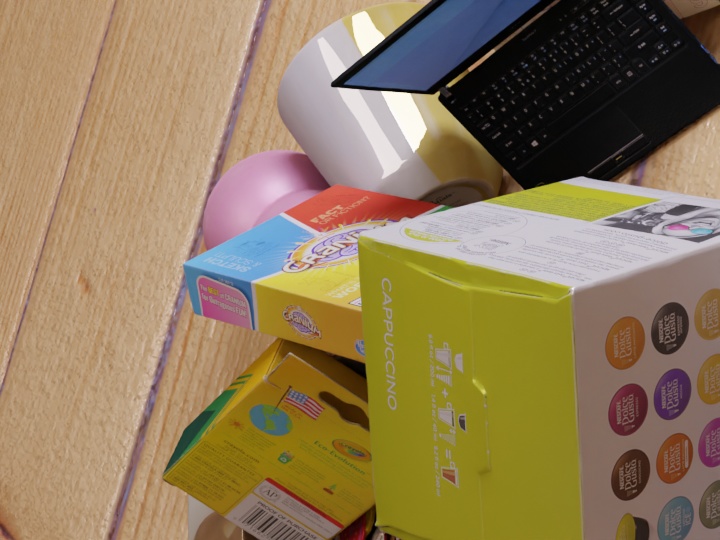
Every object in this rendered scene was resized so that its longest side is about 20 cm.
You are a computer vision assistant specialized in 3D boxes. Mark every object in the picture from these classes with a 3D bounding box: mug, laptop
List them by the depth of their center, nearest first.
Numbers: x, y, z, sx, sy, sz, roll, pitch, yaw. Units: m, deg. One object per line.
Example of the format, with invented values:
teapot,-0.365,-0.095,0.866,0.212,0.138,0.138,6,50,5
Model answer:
laptop,0.119,-0.125,1.359,0.177,0.200,0.103,-36,16,34
mug,0.040,-0.108,1.506,0.153,0.149,0.187,64,141,32

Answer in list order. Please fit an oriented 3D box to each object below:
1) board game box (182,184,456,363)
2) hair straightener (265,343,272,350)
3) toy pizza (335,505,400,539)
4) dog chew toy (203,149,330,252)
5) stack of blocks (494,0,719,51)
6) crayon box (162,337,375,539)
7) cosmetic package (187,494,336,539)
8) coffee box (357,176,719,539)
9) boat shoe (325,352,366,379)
board game box,0.000,0.000,1.369,0.200,0.153,0.040,13,123,45
hair straightener,-0.065,0.084,1.627,0.200,0.041,0.077,-43,47,29
toy pizza,0.022,0.135,1.471,0.200,0.032,0.200,-48,32,43
dog chew toy,-0.042,-0.015,1.569,0.200,0.124,0.125,40,106,53
stack of blocks,0.169,-0.223,1.420,0.200,0.059,0.115,-18,60,22
crayon box,-0.038,0.120,1.409,0.200,0.127,0.051,-43,17,47
cosmetic package,-0.070,0.261,1.511,0.071,0.105,0.200,-27,57,42
coffee box,0.136,0.067,1.228,0.200,0.198,0.200,16,115,51
boat shoe,-0.013,0.084,1.458,0.200,0.076,0.072,-39,27,44
